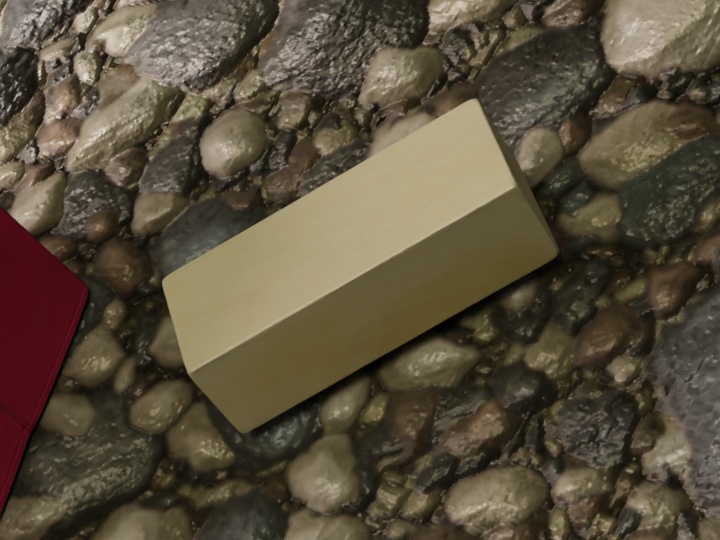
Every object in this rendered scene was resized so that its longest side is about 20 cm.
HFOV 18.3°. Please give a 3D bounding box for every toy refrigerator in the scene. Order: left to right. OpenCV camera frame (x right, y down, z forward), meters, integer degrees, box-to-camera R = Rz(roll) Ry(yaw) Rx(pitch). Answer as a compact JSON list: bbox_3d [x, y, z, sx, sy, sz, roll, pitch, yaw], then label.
[{"bbox_3d":[0.000,0.000,1.195,0.199,0.070,0.076,-30,45,8],"label":"toy refrigerator"}]

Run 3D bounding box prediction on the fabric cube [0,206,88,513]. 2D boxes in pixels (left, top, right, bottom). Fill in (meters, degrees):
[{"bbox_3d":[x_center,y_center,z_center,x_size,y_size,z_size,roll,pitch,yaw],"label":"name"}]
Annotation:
[{"bbox_3d":[-0.308,0.036,1.250,0.195,0.199,0.201,5,64,31],"label":"fabric cube"}]
